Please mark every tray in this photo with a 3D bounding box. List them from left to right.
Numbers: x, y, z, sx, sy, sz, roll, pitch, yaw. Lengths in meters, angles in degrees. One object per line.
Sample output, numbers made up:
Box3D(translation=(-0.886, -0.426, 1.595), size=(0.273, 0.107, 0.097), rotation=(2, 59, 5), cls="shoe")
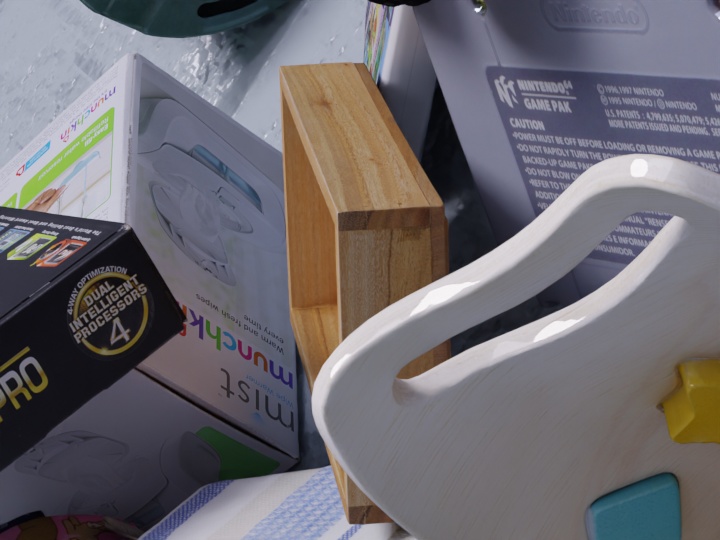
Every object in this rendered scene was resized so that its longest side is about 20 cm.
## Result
Box3D(translation=(0.000, 0.000, 0.808), size=(0.200, 0.037, 0.099), rotation=(-114, 21, -72), cls="tray")

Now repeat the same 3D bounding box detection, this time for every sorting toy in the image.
Box3D(translation=(0.090, 0.043, 0.591), size=(0.200, 0.180, 0.107), rotation=(-34, 38, 34), cls="sorting toy")

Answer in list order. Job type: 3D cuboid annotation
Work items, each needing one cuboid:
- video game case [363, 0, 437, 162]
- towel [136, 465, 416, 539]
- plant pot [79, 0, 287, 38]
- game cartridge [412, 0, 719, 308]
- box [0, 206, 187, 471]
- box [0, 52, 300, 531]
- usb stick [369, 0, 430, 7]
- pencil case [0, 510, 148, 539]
Box3D(translation=(0.024, -0.151, 0.915), size=(0.200, 0.023, 0.183), rotation=(102, 173, -49), cls="video game case")
Box3D(translation=(-0.009, 0.096, 0.746), size=(0.200, 0.024, 0.147), rotation=(-11, 18, 36), cls="towel")
Box3D(translation=(-0.101, -0.218, 1.115), size=(0.200, 0.200, 0.196), rotation=(-49, 39, 14), cls="plant pot")
Box3D(translation=(0.094, -0.043, 0.719), size=(0.041, 0.133, 0.200), rotation=(-34, 23, -24), cls="game cartridge")
Box3D(translation=(-0.175, 0.038, 0.865), size=(0.161, 0.049, 0.200), rotation=(-39, 24, -22), cls="box")
Box3D(translation=(-0.125, 0.044, 0.988), size=(0.200, 0.097, 0.177), rotation=(-39, 36, 29), cls="box")
Box3D(translation=(0.079, -0.140, 0.686), size=(0.200, 0.055, 0.033), rotation=(-34, 80, 18), cls="usb stick")
Box3D(translation=(-0.077, 0.151, 0.837), size=(0.200, 0.083, 0.087), rotation=(-146, 60, -60), cls="pencil case")
